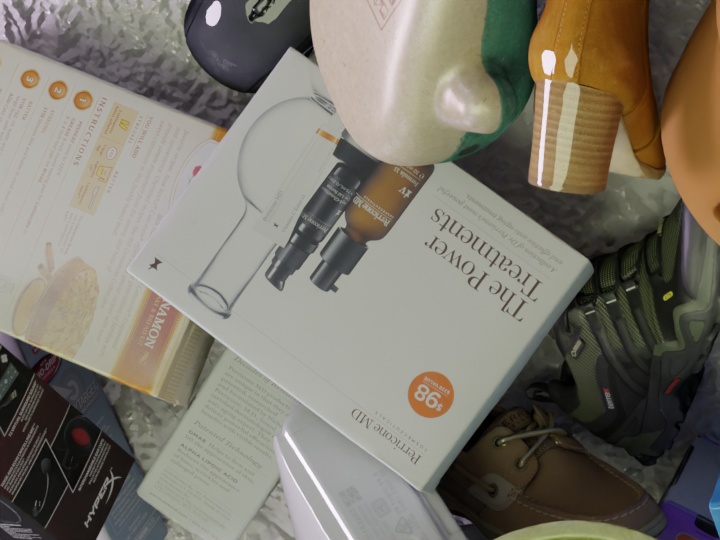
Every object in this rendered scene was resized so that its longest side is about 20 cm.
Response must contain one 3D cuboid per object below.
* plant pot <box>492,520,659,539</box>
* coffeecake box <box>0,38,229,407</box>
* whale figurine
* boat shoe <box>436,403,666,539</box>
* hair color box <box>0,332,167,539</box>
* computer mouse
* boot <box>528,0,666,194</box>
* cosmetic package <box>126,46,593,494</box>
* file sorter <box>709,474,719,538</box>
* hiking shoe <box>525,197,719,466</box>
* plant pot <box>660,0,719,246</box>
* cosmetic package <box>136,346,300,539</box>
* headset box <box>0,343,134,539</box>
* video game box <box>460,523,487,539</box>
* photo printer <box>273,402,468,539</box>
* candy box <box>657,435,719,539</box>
[{"bbox_3d":[0.138,0.242,1.161,0.200,0.200,0.190,-8,161,25],"label":"plant pot"},{"bbox_3d":[-0.166,-0.031,1.299,0.200,0.073,0.154,22,86,12],"label":"coffeecake box"},{"bbox_3d":[0.051,-0.139,1.119,0.159,0.104,0.200,66,150,24],"label":"whale figurine"},{"bbox_3d":[0.088,0.112,1.288,0.200,0.071,0.065,14,121,47],"label":"boat shoe"},{"bbox_3d":[-0.212,0.108,1.469,0.099,0.061,0.200,-8,117,29],"label":"hair color box"},{"bbox_3d":[-0.057,-0.180,1.217,0.140,0.046,0.200,45,128,-8],"label":"computer mouse"},{"bbox_3d":[0.125,-0.118,1.112,0.071,0.201,0.144,12,101,12],"label":"boot"},{"bbox_3d":[0.000,0.000,1.208,0.200,0.052,0.151,36,91,12],"label":"cosmetic package"},{"bbox_3d":[0.272,0.111,1.151,0.123,0.200,0.139,-10,115,28],"label":"file sorter"},{"bbox_3d":[0.146,0.018,1.228,0.101,0.076,0.200,20,128,9],"label":"hiking shoe"},{"bbox_3d":[0.234,-0.082,1.063,0.200,0.200,0.140,41,146,-3],"label":"plant pot"},{"bbox_3d":[-0.049,0.064,1.337,0.074,0.102,0.200,33,127,1],"label":"cosmetic package"},{"bbox_3d":[-0.254,0.085,1.324,0.148,0.075,0.200,-1,144,42],"label":"headset box"},{"bbox_3d":[0.083,0.283,1.375,0.200,0.047,0.182,60,144,32],"label":"video game box"},{"bbox_3d":[0.018,0.178,1.292,0.166,0.069,0.200,56,168,27],"label":"photo printer"},{"bbox_3d":[0.225,0.220,1.323,0.168,0.072,0.200,27,128,8],"label":"candy box"}]
